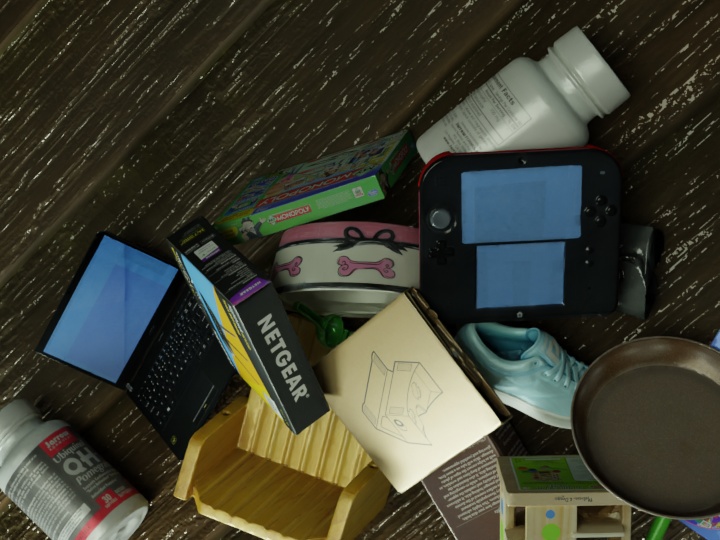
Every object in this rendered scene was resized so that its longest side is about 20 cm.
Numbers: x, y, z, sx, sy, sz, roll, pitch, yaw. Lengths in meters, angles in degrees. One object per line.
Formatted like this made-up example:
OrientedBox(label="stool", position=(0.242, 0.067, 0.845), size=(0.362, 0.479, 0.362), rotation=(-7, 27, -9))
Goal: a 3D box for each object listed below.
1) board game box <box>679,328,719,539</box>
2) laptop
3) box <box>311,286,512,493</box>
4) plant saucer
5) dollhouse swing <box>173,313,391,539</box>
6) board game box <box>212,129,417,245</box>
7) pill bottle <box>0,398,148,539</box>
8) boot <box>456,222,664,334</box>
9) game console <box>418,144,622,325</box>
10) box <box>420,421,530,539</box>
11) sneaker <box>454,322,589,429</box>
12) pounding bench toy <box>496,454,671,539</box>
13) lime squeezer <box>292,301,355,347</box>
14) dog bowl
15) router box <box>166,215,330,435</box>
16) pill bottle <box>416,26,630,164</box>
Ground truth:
OrientedBox(label="board game box", position=(0.375, 0.168, 1.670), size=(0.134, 0.045, 0.201), rotation=(33, 109, 15))
OrientedBox(label="laptop", position=(-0.247, 0.085, 1.884), size=(0.200, 0.103, 0.178), rotation=(46, 115, 35))
OrientedBox(label="box", position=(0.046, 0.125, 1.687), size=(0.164, 0.021, 0.200), rotation=(52, 138, 3))
OrientedBox(label="plant saucer", position=(0.299, 0.155, 1.597), size=(0.200, 0.200, 0.032), rotation=(27, 147, 17))
OrientedBox(label="dollhouse swing", position=(-0.069, 0.170, 1.802), size=(0.199, 0.182, 0.177), rotation=(19, 116, 20))
OrientedBox(label="board game box", position=(-0.048, -0.086, 1.760), size=(0.199, 0.135, 0.029), rotation=(-16, 109, 24))
OrientedBox(label="pill bottle", position=(-0.354, 0.247, 1.955), size=(0.200, 0.111, 0.111), rotation=(42, 111, 11))
OrientedBox(label="boot", position=(0.204, 0.023, 1.715), size=(0.199, 0.066, 0.166), rotation=(8, 103, 17))
OrientedBox(label="game console", position=(0.155, -0.033, 1.623), size=(0.199, 0.031, 0.178), rotation=(-3, 107, -3))
OrientedBox(label="box", position=(0.120, 0.203, 1.760), size=(0.100, 0.075, 0.201), rotation=(-30, 90, 24))
OrientedBox(label="sneaker", position=(0.187, 0.102, 1.687), size=(0.199, 0.074, 0.082), rotation=(15, 141, -5))
OrientedBox(label="pounding bench toy", position=(0.238, 0.275, 1.650), size=(0.199, 0.124, 0.157), rotation=(-1, 100, 0))
OrientedBox(label="lime squeezer", position=(-0.002, 0.071, 1.780), size=(0.071, 0.199, 0.038), rotation=(-24, 47, 51))
OrientedBox(label="dog bowl", position=(0.000, 0.000, 1.730), size=(0.199, 0.200, 0.074), rotation=(-3, 79, 23))
OrientedBox(label="router box", position=(-0.115, 0.057, 1.719), size=(0.051, 0.200, 0.149), rotation=(-35, 42, -14))
OrientedBox(label="pill bottle", position=(0.164, -0.147, 1.663), size=(0.200, 0.114, 0.115), rotation=(-39, 83, 10))
